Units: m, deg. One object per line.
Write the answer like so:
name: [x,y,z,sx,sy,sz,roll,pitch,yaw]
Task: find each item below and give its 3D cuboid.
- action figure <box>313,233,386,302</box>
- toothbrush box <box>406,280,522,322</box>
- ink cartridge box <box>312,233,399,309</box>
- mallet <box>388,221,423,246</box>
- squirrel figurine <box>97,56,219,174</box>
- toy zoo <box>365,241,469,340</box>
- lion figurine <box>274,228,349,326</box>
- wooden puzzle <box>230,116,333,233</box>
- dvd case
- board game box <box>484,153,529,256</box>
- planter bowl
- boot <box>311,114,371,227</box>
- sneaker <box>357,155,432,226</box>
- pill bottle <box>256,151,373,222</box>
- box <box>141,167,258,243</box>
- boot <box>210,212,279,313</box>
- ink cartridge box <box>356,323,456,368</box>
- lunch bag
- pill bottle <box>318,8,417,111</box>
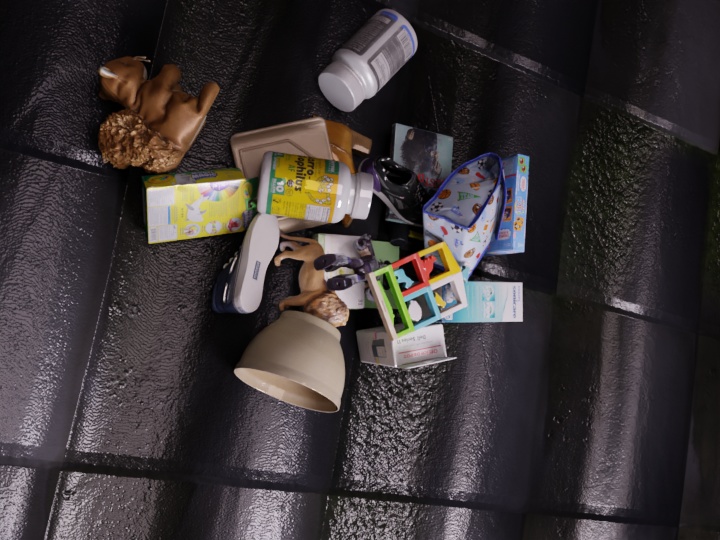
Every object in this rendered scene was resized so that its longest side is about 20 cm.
action figure: [0.000,0.000,1.263,0.200,0.069,0.131,-8,76,-59]
toothbrush box: [0.215,0.064,1.398,0.199,0.146,0.086,0,88,-26]
ink cartridge box: [-0.002,0.005,1.353,0.199,0.048,0.147,3,85,-23]
mallet: [0.143,-0.077,1.434,0.199,0.041,0.066,7,68,-33]
squirrel figurine: [-0.371,-0.269,1.146,0.186,0.141,0.201,30,73,-14]
toy zoo: [0.118,0.031,1.240,0.199,0.020,0.132,-23,95,-23]
lion figurine: [-0.092,0.012,1.256,0.122,0.072,0.201,-9,89,10]
wooden puzzle: [-0.137,-0.175,1.280,0.184,0.037,0.201,-13,99,-6]
dvd case: [0.124,-0.192,1.392,0.145,0.022,0.201,8,83,-25]
board game box: [0.296,-0.135,1.444,0.036,0.151,0.201,8,84,-26]
planter bowl: [-0.112,0.156,1.219,0.200,0.200,0.135,29,65,-21]
boot: [-0.063,-0.196,1.330,0.143,0.071,0.203,14,78,-18]
sneaker: [0.090,-0.152,1.310,0.199,0.087,0.076,32,73,-23]
pill bottle: [-0.082,-0.147,1.215,0.199,0.113,0.114,8,84,-8]
box: [-0.281,-0.118,1.194,0.199,0.048,0.118,-8,131,-24]
boot: [-0.216,-0.017,1.231,0.073,0.090,0.201,39,56,-44]
ink cartridge box: [0.086,0.142,1.302,0.116,0.200,0.068,-7,90,-26]
lunch bag: [0.217,-0.111,1.319,0.123,0.170,0.200,25,58,21]
pill bottle: [0.013,-0.418,1.346,0.114,0.114,0.200,47,70,-16]
